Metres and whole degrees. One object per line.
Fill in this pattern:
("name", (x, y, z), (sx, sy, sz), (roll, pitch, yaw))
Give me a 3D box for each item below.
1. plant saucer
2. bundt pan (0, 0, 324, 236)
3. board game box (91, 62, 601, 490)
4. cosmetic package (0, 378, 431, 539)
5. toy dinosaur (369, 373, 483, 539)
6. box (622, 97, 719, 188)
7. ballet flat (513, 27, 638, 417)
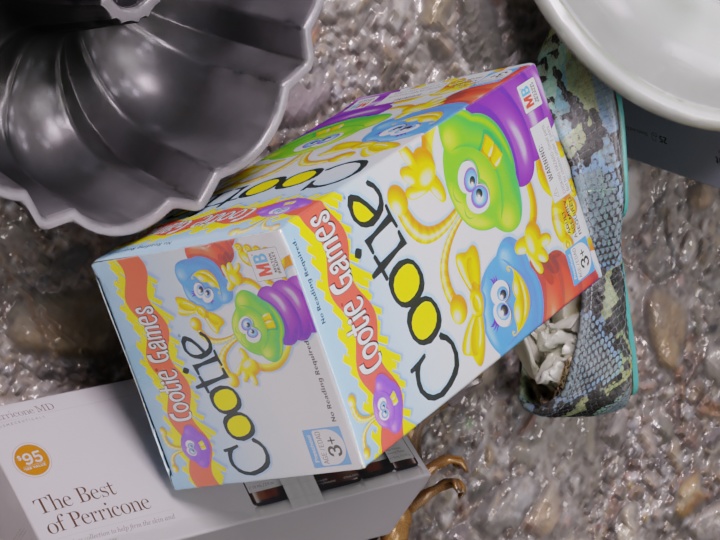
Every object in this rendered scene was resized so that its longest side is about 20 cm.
("plant saucer", (0.164, -0.165, 1.243), (0.199, 0.050, 0.202), (9, 67, -21))
("bundt pan", (-0.111, -0.119, 1.067), (0.201, 0.076, 0.204), (-12, 109, -38))
("board game box", (0.000, 0.000, 1.130), (0.200, 0.102, 0.106), (-35, 110, -49))
("cosmetic package", (-0.072, 0.086, 1.149), (0.199, 0.083, 0.051), (-11, 146, -39))
("toy dinosaur", (-0.010, 0.124, 1.250), (0.106, 0.060, 0.200), (47, 67, -3))
("box", (0.240, -0.097, 1.327), (0.199, 0.155, 0.041), (-31, 125, -31))
("ballet flat", (0.093, -0.019, 1.283), (0.074, 0.074, 0.202), (-21, 112, -35))
